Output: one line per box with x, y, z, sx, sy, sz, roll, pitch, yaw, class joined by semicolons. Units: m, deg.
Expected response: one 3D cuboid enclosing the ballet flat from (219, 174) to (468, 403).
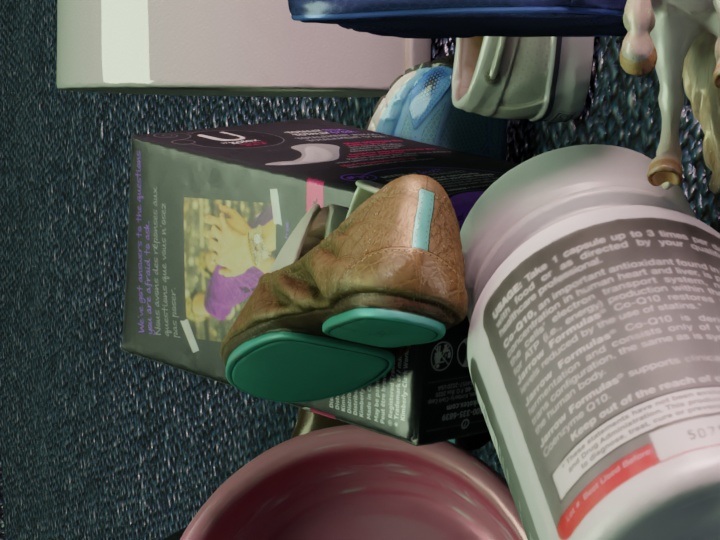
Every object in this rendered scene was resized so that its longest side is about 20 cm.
-0.005;0.003;1.164;0.200;0.067;0.073;143;139;-70;ballet flat

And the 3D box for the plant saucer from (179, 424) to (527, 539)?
0.004;0.173;1.353;0.051;0.199;0.202;37;-131;-71;plant saucer

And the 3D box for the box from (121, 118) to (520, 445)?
0.000;0.000;1.311;0.199;0.122;0.107;16;107;46;box

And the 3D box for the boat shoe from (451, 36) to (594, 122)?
0.066;-0.167;1.307;0.071;0.069;0.201;-150;61;-74;boat shoe

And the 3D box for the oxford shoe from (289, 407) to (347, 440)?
0.002;0.121;1.493;0.073;0.084;0.201;29;-130;-56;oxford shoe

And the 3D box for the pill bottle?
0.103;0.049;1.069;0.200;0.113;0.114;-107;23;-50;pill bottle

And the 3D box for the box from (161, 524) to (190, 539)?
-0.068;0.239;1.486;0.201;0.163;0.086;62;-179;-30;box

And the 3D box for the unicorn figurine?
0.126;-0.118;1.052;0.200;0.073;0.138;108;169;-64;unicorn figurine

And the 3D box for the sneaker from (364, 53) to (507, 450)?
0.052;-0.006;1.400;0.090;0.078;0.201;32;127;53;sneaker

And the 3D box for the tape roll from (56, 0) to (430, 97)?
-0.061;-0.163;1.545;0.203;0.201;0.140;-173;83;-76;tape roll

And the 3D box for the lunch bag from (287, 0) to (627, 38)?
0.048;-0.161;1.143;0.200;0.135;0.133;-5;-84;-76;lunch bag
